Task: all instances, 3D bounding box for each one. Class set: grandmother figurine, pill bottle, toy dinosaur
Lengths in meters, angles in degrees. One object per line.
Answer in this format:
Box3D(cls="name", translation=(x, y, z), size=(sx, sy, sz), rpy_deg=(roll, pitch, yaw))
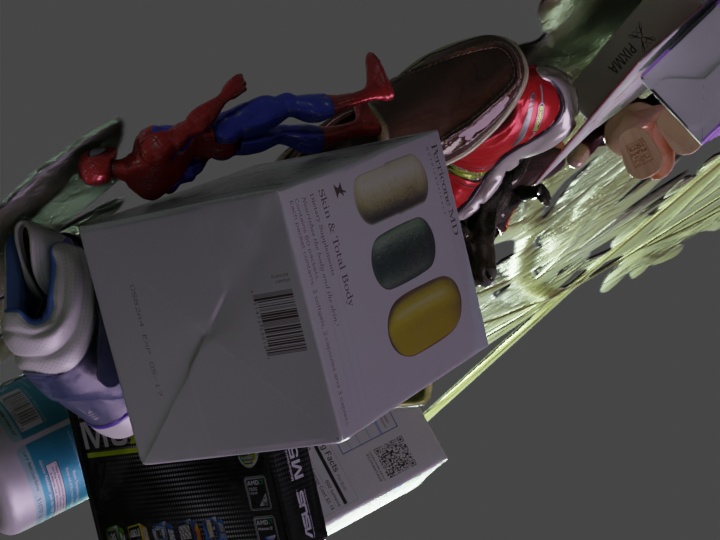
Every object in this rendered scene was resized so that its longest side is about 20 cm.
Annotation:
Box3D(cls="grandmother figurine", translation=(0.231, -0.121, 1.566), size=(0.121, 0.061, 0.200), rpy_deg=(-21, -167, 3))
Box3D(cls="pill bottle", translation=(-0.220, 0.123, 1.471), size=(0.200, 0.111, 0.111), rpy_deg=(-24, 167, -26))
Box3D(cls="toy dinosaur", translation=(0.106, -0.076, 1.534), size=(0.102, 0.077, 0.200), rpy_deg=(-26, -150, 24))

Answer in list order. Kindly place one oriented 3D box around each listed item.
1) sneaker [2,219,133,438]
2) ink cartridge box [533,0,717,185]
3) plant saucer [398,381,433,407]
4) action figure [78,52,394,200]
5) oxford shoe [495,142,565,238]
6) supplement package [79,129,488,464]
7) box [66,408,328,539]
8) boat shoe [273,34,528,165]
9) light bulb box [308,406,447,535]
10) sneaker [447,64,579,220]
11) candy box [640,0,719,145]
Box3D(cls="sneaker", translation=(-0.158, -0.006, 1.183), size=(0.080, 0.147, 0.200), rpy_deg=(2, -125, 36))
Box3D(cls="ink cartridge box", translation=(0.213, -0.170, 1.421), size=(0.176, 0.045, 0.200), rpy_deg=(-38, 173, -30))
Box3D(cls="plant saucer", translation=(-0.040, 0.023, 1.390), size=(0.199, 0.048, 0.200), rpy_deg=(-2, 133, -7))
Box3D(cls="action figure", translation=(-0.079, -0.086, 1.121), size=(0.199, 0.052, 0.065), rpy_deg=(-20, 159, -25))
Box3D(cls="oxford shoe", translation=(0.113, -0.061, 1.625), size=(0.200, 0.073, 0.071), rpy_deg=(-24, 166, -30))
Box3D(cls="supplement package", translation=(-0.042, 0.012, 1.138), size=(0.150, 0.152, 0.200), rpy_deg=(-9, -171, 31))
Box3D(cls="box", translation=(-0.127, 0.111, 1.312), size=(0.200, 0.194, 0.047), rpy_deg=(-10, -174, 40))
Box3D(cls="boat shoe", translation=(0.025, -0.094, 1.256), size=(0.202, 0.075, 0.075), rpy_deg=(-33, 176, 11))
Box3D(cls="light bulb box", translation=(-0.054, 0.160, 1.815), size=(0.200, 0.199, 0.125), rpy_deg=(-25, 169, -19))
Box3D(cls="sneaker", translation=(0.077, -0.103, 1.429), size=(0.085, 0.077, 0.200), rpy_deg=(10, 141, -41))
Box3D(cls="candy box", translation=(0.308, -0.183, 1.395), size=(0.168, 0.072, 0.200), rpy_deg=(-45, 173, 17))
